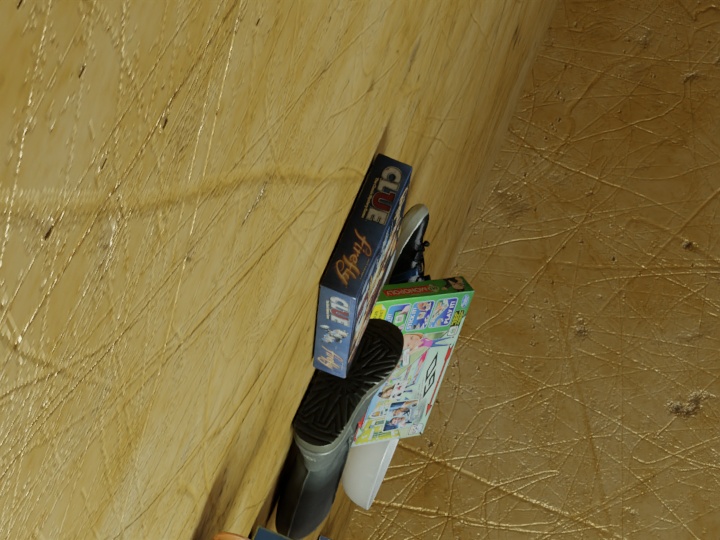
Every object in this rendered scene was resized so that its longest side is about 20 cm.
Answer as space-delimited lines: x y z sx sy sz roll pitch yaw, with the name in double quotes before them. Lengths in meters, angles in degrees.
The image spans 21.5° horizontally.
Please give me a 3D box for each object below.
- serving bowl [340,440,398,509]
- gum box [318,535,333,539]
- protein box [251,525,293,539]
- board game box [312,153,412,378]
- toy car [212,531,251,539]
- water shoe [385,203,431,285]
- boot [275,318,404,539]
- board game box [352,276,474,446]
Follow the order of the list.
"serving bowl" 0.017 0.219 2.570 0.200 0.065 0.201 21 90 -85
"gum box" -0.067 0.492 2.890 0.200 0.044 0.171 74 37 -80
"protein box" -0.050 0.388 1.811 0.135 0.197 0.201 101 11 -63
"board game box" 0.000 0.000 1.699 0.200 0.034 0.136 98 14 -68
"toy car" -0.093 0.283 1.449 0.184 0.176 0.201 -38 123 -54
"water shoe" 0.053 0.026 2.101 0.072 0.078 0.201 -43 154 -79
"boot" -0.023 0.163 1.908 0.182 0.072 0.201 -50 159 -29
"board game box" 0.034 0.101 2.037 0.134 0.029 0.201 -7 129 -35
